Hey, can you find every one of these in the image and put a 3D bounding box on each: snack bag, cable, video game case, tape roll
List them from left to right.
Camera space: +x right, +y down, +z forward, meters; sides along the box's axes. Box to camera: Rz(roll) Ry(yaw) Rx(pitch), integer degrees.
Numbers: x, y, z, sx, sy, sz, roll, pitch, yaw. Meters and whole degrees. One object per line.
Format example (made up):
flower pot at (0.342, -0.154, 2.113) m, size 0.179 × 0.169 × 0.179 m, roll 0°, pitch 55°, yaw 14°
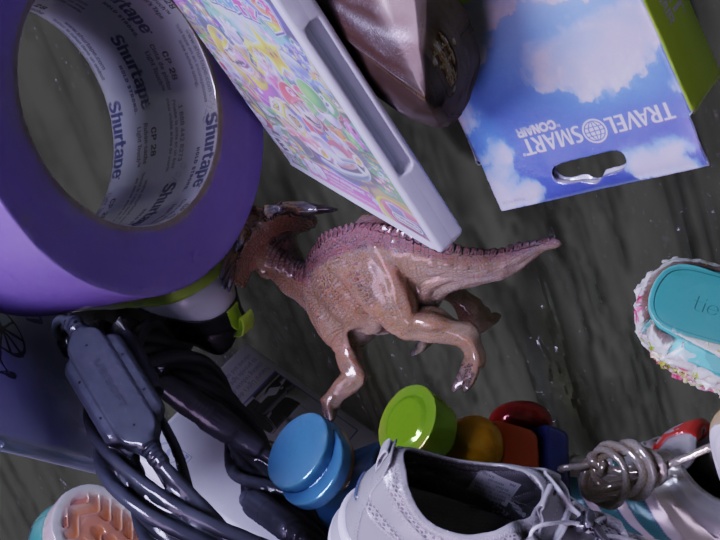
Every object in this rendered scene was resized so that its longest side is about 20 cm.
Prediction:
snack bag at (-0.195, 0.024, 0.845) m, size 0.021 × 0.189 × 0.200 m, roll -35°, pitch 67°, yaw 10°
tape roll at (-0.146, -0.080, 0.823) m, size 0.085 × 0.200 × 0.200 m, roll -10°, pitch 116°, yaw 39°
cable at (-0.079, 0.104, 0.844) m, size 0.051 × 0.163 × 0.200 m, roll -43°, pitch 61°, yaw 7°
video game case at (-0.039, -0.101, 0.777) m, size 0.143 × 0.018 × 0.200 m, roll 33°, pitch 164°, yaw 49°

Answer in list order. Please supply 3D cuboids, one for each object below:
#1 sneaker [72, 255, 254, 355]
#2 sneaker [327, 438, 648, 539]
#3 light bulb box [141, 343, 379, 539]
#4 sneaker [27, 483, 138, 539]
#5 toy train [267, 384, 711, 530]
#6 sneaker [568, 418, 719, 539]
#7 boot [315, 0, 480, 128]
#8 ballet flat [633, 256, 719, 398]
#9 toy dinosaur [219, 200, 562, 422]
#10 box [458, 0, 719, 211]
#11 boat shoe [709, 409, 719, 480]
sneaker at (-0.139, 0.026, 0.973) m, size 0.200 × 0.072 × 0.083 m, roll -4°, pitch 123°, yaw 50°
sneaker at (0.087, 0.133, 0.749) m, size 0.199 × 0.075 × 0.082 m, roll 14°, pitch 133°, yaw -3°
light bulb box at (-0.049, 0.190, 1.013) m, size 0.200 × 0.125 × 0.198 m, roll 34°, pitch 134°, yaw 9°
sneaker at (-0.115, 0.213, 0.943) m, size 0.200 × 0.071 × 0.080 m, roll 49°, pitch 140°, yaw 1°
toy train at (0.059, 0.090, 0.811) m, size 0.200 × 0.085 × 0.116 m, roll -24°, pitch 139°, yaw 34°
sneaker at (0.148, 0.112, 0.872) m, size 0.199 × 0.070 × 0.094 m, roll 19°, pitch 115°, yaw 24°
boot at (-0.029, -0.162, 0.714) m, size 0.200 × 0.064 × 0.187 m, roll 43°, pitch 169°, yaw 33°
ballet flat at (0.224, 0.050, 0.777) m, size 0.200 × 0.076 × 0.064 m, roll 27°, pitch 164°, yaw 20°
toy dinosaur at (0.000, 0.000, 0.864) m, size 0.200 × 0.086 × 0.136 m, roll -19°, pitch 110°, yaw 42°
box at (0.077, -0.132, 0.740) m, size 0.122 × 0.048 × 0.200 m, roll -11°, pitch 115°, yaw 40°
boat shoe at (0.207, 0.140, 0.755) m, size 0.071 × 0.069 × 0.200 m, roll -20°, pitch 132°, yaw 14°
